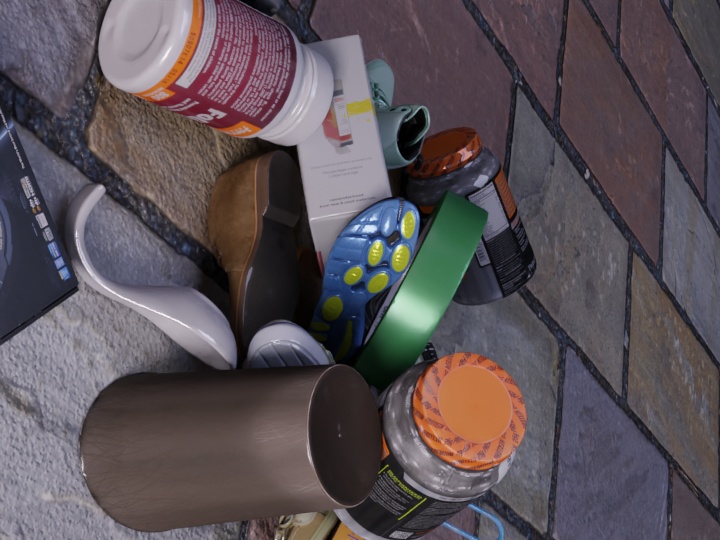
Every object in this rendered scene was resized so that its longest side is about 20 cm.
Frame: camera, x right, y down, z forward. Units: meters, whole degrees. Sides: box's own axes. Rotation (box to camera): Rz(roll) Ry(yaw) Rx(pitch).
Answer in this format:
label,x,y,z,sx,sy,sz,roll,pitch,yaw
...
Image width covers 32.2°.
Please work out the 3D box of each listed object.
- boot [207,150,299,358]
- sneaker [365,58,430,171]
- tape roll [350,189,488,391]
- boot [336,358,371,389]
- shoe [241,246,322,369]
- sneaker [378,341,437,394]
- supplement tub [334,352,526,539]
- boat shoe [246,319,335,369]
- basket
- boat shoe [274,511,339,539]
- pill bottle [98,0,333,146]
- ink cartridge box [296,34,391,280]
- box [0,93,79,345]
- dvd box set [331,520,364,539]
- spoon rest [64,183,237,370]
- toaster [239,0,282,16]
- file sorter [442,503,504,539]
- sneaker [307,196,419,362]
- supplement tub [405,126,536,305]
label,x,y,z,sx,sy,sz,roll,pitch,yaw
boot,-0.105,-0.010,1.170,0.074,0.075,0.201,32,56,-53
sneaker,0.037,-0.176,1.417,0.074,0.118,0.201,54,38,-35
tape roll,0.056,0.021,1.202,0.048,0.201,0.201,29,44,-1
boot,-0.015,0.128,1.281,0.200,0.073,0.076,-81,158,-49
shoe,-0.083,0.061,1.214,0.070,0.053,0.201,59,35,-46
sneaker,0.064,0.154,1.297,0.077,0.089,0.200,-7,55,-25
supplement tub,0.056,0.155,1.085,0.122,0.200,0.123,11,59,-19
boat shoe,-0.056,0.092,1.131,0.200,0.072,0.062,70,14,-56
basket,-0.094,0.142,1.025,0.180,0.199,0.137,17,68,-58
boat shoe,-0.049,0.232,1.222,0.201,0.063,0.073,-57,172,-44
pill bottle,-0.125,-0.186,1.125,0.200,0.114,0.115,19,66,-46
ink cartridge box,-0.019,-0.111,1.254,0.145,0.083,0.201,79,2,-65
box,-0.297,-0.041,0.886,0.160,0.043,0.201,-43,119,-56
dvd box set,-0.015,0.270,1.205,0.200,0.029,0.147,-57,171,-47
spoon rest,-0.177,0.019,1.045,0.061,0.099,0.200,-47,113,-20
toaster,-0.156,-0.311,1.137,0.200,0.113,0.130,21,60,-54
file sorter,0.048,0.317,1.218,0.139,0.122,0.200,-66,173,30
sneaker,0.000,0.000,1.182,0.083,0.071,0.200,-72,-175,-48
supplement tub,0.132,-0.068,1.546,0.123,0.122,0.201,-54,127,-51
